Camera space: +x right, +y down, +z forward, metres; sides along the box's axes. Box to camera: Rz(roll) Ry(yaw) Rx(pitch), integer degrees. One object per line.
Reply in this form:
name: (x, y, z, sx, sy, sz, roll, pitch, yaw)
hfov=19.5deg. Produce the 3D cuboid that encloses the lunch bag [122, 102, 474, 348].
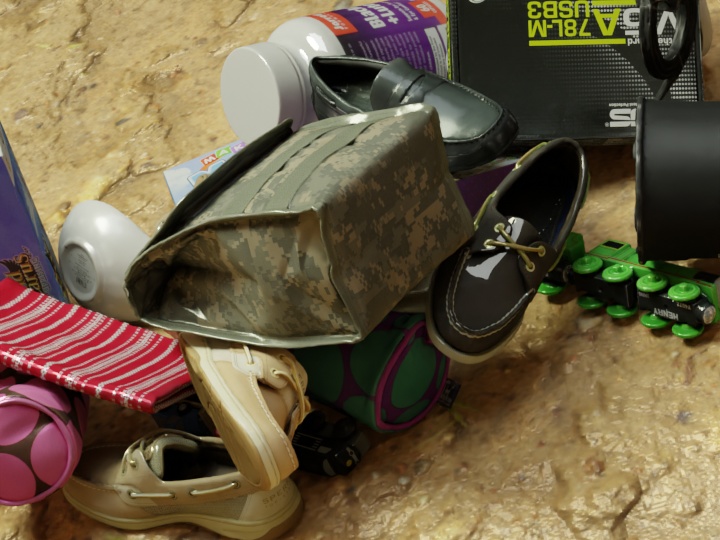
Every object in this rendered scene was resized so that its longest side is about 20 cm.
lunch bag: (-0.051, -0.029, 1.426, 0.199, 0.118, 0.164, -5, 24, 37)

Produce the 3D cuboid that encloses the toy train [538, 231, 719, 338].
toy train: (0.183, 0.004, 1.507, 0.056, 0.042, 0.199, -30, 31, -34)

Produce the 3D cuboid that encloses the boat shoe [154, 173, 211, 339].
boat shoe: (-0.126, -0.012, 1.600, 0.064, 0.072, 0.200, 10, 31, 11)

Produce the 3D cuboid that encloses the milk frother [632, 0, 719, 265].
milk frother: (0.284, -0.114, 1.453, 0.186, 0.202, 0.181, -1, 26, 9)

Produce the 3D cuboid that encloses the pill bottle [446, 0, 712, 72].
pill bottle: (0.178, -0.184, 1.719, 0.199, 0.115, 0.114, -27, 32, -11)

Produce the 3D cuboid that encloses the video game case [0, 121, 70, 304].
video game case: (-0.281, -0.040, 1.680, 0.045, 0.201, 0.182, -21, 32, -5)

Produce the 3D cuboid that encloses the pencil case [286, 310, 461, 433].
pencil case: (-0.024, 0.044, 1.502, 0.199, 0.085, 0.093, 25, 75, 40)

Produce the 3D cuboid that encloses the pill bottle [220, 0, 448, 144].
pill bottle: (-0.013, -0.160, 1.737, 0.199, 0.112, 0.111, -16, 24, -37)

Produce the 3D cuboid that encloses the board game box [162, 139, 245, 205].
board game box: (-0.075, -0.055, 1.742, 0.150, 0.037, 0.200, -23, 31, -4)

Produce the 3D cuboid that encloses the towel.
towel: (-0.207, 0.053, 1.515, 0.199, 0.023, 0.144, 17, 15, 17)

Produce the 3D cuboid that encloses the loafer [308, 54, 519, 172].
loafer: (0.033, -0.123, 1.583, 0.200, 0.071, 0.068, 17, 57, 45)

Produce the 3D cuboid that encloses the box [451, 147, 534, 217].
box: (0.039, -0.067, 1.618, 0.136, 0.039, 0.199, 13, 21, 39)

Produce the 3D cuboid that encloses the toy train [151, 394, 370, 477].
toy train: (-0.079, 0.115, 1.496, 0.199, 0.034, 0.046, 10, 54, 39)

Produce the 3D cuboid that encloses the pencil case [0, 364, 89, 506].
pencil case: (-0.247, 0.101, 1.526, 0.093, 0.091, 0.200, -38, 12, 7)

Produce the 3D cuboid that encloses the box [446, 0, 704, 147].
box: (0.165, -0.194, 1.636, 0.198, 0.195, 0.048, -1, -7, -4)

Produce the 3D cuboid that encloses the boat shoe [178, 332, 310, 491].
boat shoe: (-0.069, 0.078, 1.395, 0.069, 0.074, 0.200, -22, 27, -9)

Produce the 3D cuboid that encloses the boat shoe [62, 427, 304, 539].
boat shoe: (-0.131, 0.138, 1.456, 0.199, 0.065, 0.072, 5, 40, 35)

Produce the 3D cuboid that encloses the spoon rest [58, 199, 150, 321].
spoon rest: (-0.172, 0.015, 1.658, 0.060, 0.100, 0.200, -18, 40, -39)

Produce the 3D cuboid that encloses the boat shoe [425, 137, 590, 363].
boat shoe: (0.104, -0.019, 1.463, 0.071, 0.061, 0.202, 31, 48, 1)

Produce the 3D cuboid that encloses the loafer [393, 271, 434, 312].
loafer: (0.000, 0.000, 1.586, 0.198, 0.069, 0.076, -2, 36, 27)
